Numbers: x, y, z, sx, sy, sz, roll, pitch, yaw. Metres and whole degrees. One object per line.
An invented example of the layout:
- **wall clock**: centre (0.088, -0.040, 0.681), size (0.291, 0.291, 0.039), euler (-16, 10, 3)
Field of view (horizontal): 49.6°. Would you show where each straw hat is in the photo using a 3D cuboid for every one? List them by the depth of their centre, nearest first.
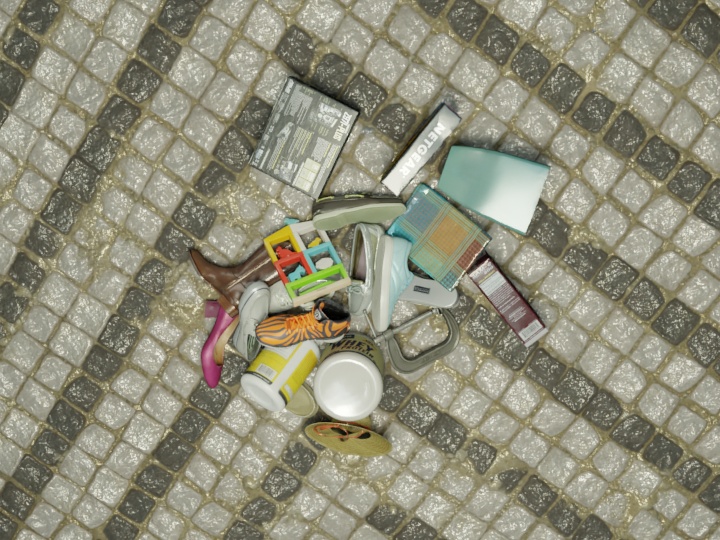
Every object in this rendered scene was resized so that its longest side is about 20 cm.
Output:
- **straw hat**: centre (-0.019, 0.338, 1.732), size (0.199, 0.202, 0.086), euler (10, 59, 1)

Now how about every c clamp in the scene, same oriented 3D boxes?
- **c clamp**: centre (0.120, 0.133, 1.686), size (0.198, 0.027, 0.172), euler (-20, 103, -14)

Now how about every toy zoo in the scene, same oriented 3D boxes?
- **toy zoo**: centre (-0.119, -0.030, 1.638), size (0.130, 0.021, 0.201), euler (-21, 61, -15)

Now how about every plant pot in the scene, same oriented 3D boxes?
- **plant pot**: centre (0.265, -0.178, 1.592), size (0.198, 0.141, 0.143), euler (20, 102, 7)

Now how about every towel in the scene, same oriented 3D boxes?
- **towel**: centre (0.158, -0.071, 1.632), size (0.200, 0.022, 0.147), euler (41, 103, 22)

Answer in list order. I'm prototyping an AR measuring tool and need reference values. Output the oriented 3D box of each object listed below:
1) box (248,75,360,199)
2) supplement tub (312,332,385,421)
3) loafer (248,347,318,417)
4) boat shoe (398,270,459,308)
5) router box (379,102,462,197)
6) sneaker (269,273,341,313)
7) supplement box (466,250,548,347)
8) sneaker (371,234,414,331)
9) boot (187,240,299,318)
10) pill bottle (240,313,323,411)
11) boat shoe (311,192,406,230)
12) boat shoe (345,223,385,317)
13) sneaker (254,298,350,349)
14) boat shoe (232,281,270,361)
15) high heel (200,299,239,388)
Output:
- **box**: centre (-0.114, -0.275, 1.617), size (0.163, 0.086, 0.201), euler (26, 102, -2)
- **supplement tub**: centre (-0.020, 0.217, 1.652), size (0.143, 0.200, 0.147), euler (1, 102, 3)
- **loafer**: centre (-0.177, 0.260, 1.738), size (0.200, 0.068, 0.076), euler (42, 102, -4)
- **boat shoe**: centre (0.120, 0.038, 1.676), size (0.198, 0.066, 0.073), euler (11, 79, 20)
- **router box**: centre (0.121, -0.246, 1.577), size (0.051, 0.149, 0.200), euler (39, 101, -5)
- **sneaker**: centre (-0.142, 0.051, 1.671), size (0.198, 0.116, 0.074), euler (-21, 101, 9)
- **supplement box**: centre (0.306, 0.057, 1.647), size (0.061, 0.109, 0.200), euler (-38, 96, 10)
- **sneaker**: centre (0.073, 0.030, 1.621), size (0.081, 0.074, 0.202), euler (5, 97, -14)
- **boot**: centre (-0.250, -0.025, 1.689), size (0.200, 0.064, 0.187), euler (-39, 85, -1)
- **pill bottle**: centre (-0.156, 0.191, 1.661), size (0.112, 0.112, 0.200), euler (41, 60, -5)
- **boat shoe**: centre (-0.005, -0.135, 1.647), size (0.199, 0.072, 0.061), euler (-8, 63, 1)
- **boat shoe**: centre (0.001, 0.000, 1.662), size (0.064, 0.074, 0.204), euler (3, 104, -41)
- **sneaker**: centre (-0.113, 0.100, 1.590), size (0.198, 0.112, 0.078), euler (-6, 63, -20)
- **boat shoe**: centre (-0.221, 0.111, 1.665), size (0.067, 0.073, 0.201), euler (51, 142, 30)
- **high heel**: centre (-0.299, 0.163, 1.724), size (0.095, 0.067, 0.202), euler (2, 98, 14)
